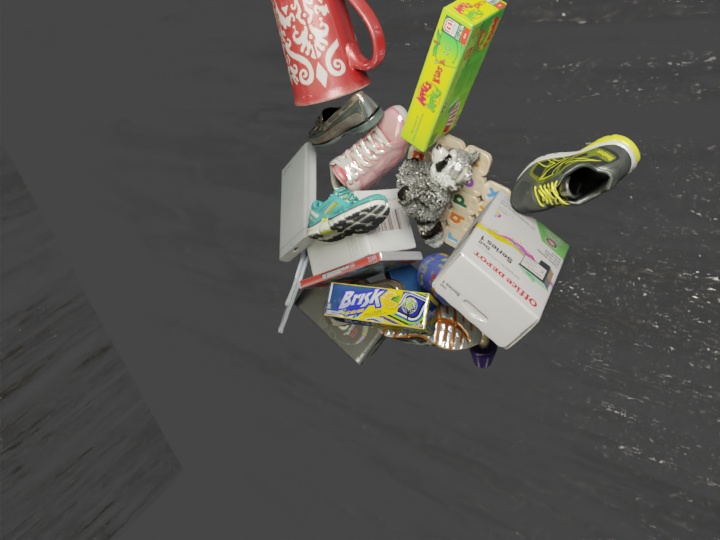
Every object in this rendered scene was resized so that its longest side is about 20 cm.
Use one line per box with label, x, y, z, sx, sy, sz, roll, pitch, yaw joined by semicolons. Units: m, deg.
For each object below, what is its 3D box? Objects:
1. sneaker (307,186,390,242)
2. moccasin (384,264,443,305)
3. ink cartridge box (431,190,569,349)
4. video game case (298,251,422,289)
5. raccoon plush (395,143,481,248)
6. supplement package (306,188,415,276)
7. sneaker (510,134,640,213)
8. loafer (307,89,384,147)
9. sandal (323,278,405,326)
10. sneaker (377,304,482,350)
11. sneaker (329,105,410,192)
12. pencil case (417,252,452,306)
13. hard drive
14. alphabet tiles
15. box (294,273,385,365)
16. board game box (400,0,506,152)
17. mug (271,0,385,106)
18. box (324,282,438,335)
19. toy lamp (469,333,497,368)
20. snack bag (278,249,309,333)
sneaker;-0.030;-0.103;0.960;0.198;0.076;0.082;-10;76;49
moccasin;0.111;0.068;1.143;0.201;0.080;0.068;52;151;-1
ink cartridge box;0.215;-0.007;0.855;0.144;0.200;0.084;39;135;2
video game case;0.000;0.000;1.063;0.197;0.142;0.018;-19;80;35
raccoon plush;0.148;-0.126;0.941;0.131;0.099;0.200;-4;150;29
supplement package;-0.009;-0.066;1.089;0.199;0.115;0.120;-24;79;52
sneaker;0.281;-0.125;0.797;0.075;0.084;0.199;55;143;-8
loafer;-0.037;-0.268;0.993;0.198;0.072;0.063;-1;136;53
sandal;0.000;0.070;1.122;0.197;0.055;0.083;-12;107;33
sneaker;0.131;0.108;1.071;0.196;0.080;0.077;9;164;21
sneaker;0.011;-0.196;0.990;0.076;0.104;0.200;55;144;10
pencil case;0.164;0.020;0.985;0.200;0.085;0.080;-145;50;-74
hard drive;-0.126;-0.136;1.142;0.131;0.026;0.205;-32;53;53
alphabet tiles;0.160;-0.130;0.975;0.193;0.015;0.203;30;139;21
box;-0.024;0.083;1.237;0.199;0.106;0.123;41;110;11
board game box;0.127;-0.278;0.807;0.047;0.101;0.202;36;141;14
mug;-0.051;-0.386;0.898;0.174;0.134;0.204;-11;114;13
box;0.037;0.069;1.034;0.196;0.066;0.070;5;166;24
toy lamp;0.231;0.100;1.069;0.057;0.058;0.203;18;132;33
snack bag;-0.138;0.012;1.267;0.021;0.191;0.201;19;138;-7
